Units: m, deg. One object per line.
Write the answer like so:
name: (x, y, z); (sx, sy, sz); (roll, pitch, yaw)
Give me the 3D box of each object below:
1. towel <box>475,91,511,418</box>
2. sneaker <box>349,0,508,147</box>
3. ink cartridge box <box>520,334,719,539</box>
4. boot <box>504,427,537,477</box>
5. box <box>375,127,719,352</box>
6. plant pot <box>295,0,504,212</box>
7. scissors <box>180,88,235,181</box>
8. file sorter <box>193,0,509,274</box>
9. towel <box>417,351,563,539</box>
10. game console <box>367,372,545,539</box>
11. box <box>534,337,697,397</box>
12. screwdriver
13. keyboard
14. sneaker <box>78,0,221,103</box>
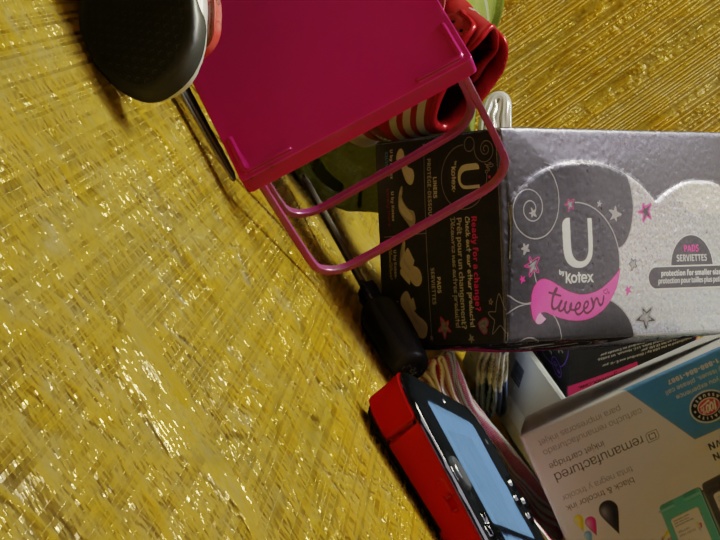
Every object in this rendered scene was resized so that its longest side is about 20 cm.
towel: (0.090, -0.008, 1.710); (0.200, 0.024, 0.147); (86, 6, -56)
sneaker: (0.051, -0.173, 1.554); (0.078, 0.115, 0.200); (11, 84, -48)
ink cartridge box: (0.206, 0.158, 1.575); (0.146, 0.147, 0.200); (-19, 84, -84)
boot: (0.187, 0.134, 1.743); (0.200, 0.096, 0.074); (40, -22, 47)
box: (0.122, -0.018, 1.546); (0.200, 0.115, 0.132); (-1, 87, -39)
plant pot: (0.007, -0.138, 1.715); (0.200, 0.200, 0.190); (51, 21, -33)
scissors: (-0.114, -0.125, 1.405); (0.073, 0.014, 0.200); (55, 7, -42)
file sorter: (-0.021, -0.119, 1.446); (0.200, 0.139, 0.125); (62, 1, 36)
towel: (0.084, 0.113, 1.568); (0.146, 0.030, 0.200); (57, 6, 4)
game console: (0.075, 0.142, 1.354); (0.177, 0.031, 0.200); (57, 7, 17)
box: (0.173, 0.055, 1.848); (0.200, 0.106, 0.122); (88, -19, -45)
screwdriver: (0.000, 0.000, 1.531); (0.029, 0.028, 0.200); (17, 28, -29)
keyboard: (0.108, 0.079, 1.766); (0.011, 0.056, 0.200); (16, 16, -20)
sneaker: (-0.099, -0.131, 1.288); (0.108, 0.067, 0.201); (46, 9, -44)
